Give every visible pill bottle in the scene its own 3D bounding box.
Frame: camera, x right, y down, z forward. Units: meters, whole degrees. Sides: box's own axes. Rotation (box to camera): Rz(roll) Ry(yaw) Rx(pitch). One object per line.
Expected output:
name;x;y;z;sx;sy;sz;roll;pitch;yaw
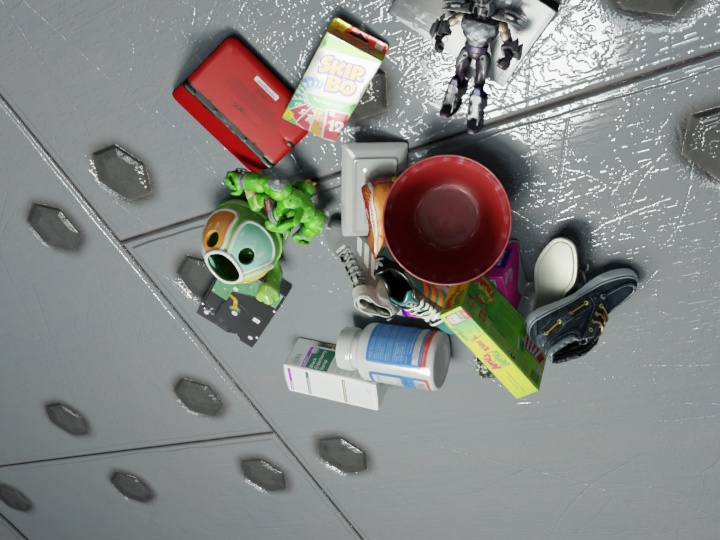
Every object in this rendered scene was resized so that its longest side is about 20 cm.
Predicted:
pill bottle;0.059;0.157;1.887;0.199;0.112;0.112;7;134;22

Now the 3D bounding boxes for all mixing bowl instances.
mixing bowl;0.136;-0.082;1.590;0.199;0.108;0.201;0;96;4

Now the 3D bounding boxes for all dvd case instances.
dvd case;0.154;-0.363;1.402;0.200;0.025;0.150;31;137;-4

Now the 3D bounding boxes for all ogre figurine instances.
ogre figurine;-0.129;-0.108;1.733;0.120;0.098;0.200;-1;127;48

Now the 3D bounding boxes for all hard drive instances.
hard drive;-0.233;0.058;2.000;0.140;0.038;0.200;32;138;-4

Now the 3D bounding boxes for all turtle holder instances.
turtle holder;-0.217;-0.032;1.835;0.141;0.132;0.186;10;134;19

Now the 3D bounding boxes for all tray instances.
tray;0.022;-0.127;1.671;0.107;0.022;0.200;-2;134;-3

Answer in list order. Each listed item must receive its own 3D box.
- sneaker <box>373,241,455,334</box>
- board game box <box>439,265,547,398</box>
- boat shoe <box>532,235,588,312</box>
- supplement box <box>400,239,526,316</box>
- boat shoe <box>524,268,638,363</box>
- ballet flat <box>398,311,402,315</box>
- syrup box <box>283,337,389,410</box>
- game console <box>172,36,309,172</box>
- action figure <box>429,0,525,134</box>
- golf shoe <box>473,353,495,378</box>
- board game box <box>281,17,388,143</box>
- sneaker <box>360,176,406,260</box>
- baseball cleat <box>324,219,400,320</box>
sneaker;0.092;0.045;1.635;0.200;0.080;0.071;45;134;-16
board game box;0.216;0.099;1.607;0.048;0.102;0.200;-28;115;38
boat shoe;0.330;0.021;1.649;0.075;0.062;0.200;23;132;32
supplement box;0.167;0.014;1.701;0.199;0.101;0.104;2;131;25
boat shoe;0.367;0.077;1.596;0.200;0.091;0.071;-28;135;-2
ballet flat;0.124;0.058;1.809;0.199;0.068;0.062;8;162;25
syrup box;-0.046;0.206;2.013;0.199;0.079;0.082;11;135;18
game console;-0.196;-0.272;1.678;0.172;0.119;0.200;-43;107;14
action figure;0.159;-0.296;1.398;0.130;0.069;0.200;24;134;19
golf shoe;0.234;0.124;1.719;0.088;0.200;0.077;5;109;-2
board game box;-0.040;-0.290;1.555;0.095;0.030;0.200;25;131;-10
sneaker;0.049;-0.067;1.669;0.077;0.073;0.200;-13;138;-8
baseball cleat;0.000;0.000;1.751;0.200;0.106;0.070;44;130;0
